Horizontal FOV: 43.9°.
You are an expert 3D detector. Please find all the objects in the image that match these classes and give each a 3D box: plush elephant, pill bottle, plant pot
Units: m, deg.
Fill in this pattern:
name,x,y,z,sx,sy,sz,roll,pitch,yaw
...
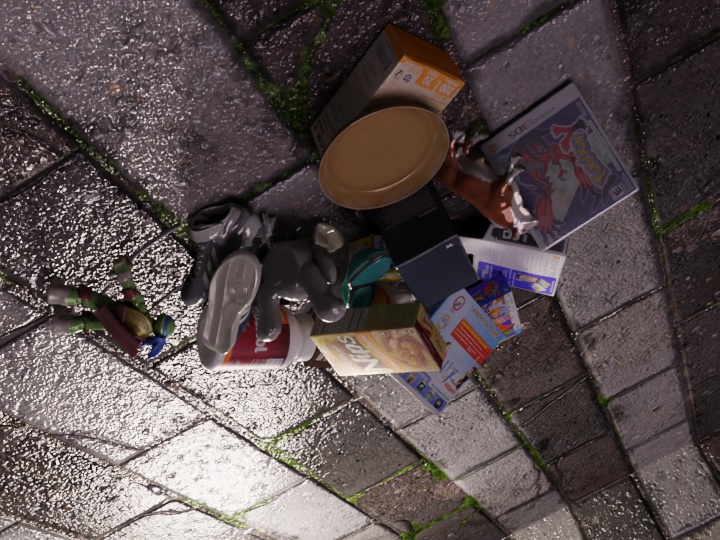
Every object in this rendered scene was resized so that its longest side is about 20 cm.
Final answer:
name,x,y,z,sx,sy,sz,roll,pitch,yaw
plush elephant,-0.095,0.004,1.455,0.162,0.204,0.154,-25,171,25
pill bottle,-0.181,0.117,1.577,0.196,0.114,0.114,2,139,-34
plant pot,0.031,-0.165,1.270,0.195,0.028,0.202,-15,147,-10

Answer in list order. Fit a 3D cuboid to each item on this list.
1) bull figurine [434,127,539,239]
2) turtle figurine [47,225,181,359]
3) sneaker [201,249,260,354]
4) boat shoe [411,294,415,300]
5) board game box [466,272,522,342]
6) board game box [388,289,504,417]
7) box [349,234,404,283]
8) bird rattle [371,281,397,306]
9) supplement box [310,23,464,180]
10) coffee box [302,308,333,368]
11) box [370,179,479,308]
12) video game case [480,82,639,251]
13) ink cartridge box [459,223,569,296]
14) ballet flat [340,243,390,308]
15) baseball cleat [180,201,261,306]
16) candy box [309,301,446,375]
name,x,y,z,sx,sy,sz,roll,pitch,yaw
bull figurine,0.202,-0.139,1.413,0.065,0.198,0.123,-40,157,-53
turtle figurine,-0.377,0.040,1.394,0.189,0.205,0.144,5,165,-5
sneaker,-0.196,0.034,1.403,0.074,0.085,0.202,28,127,1
boat shoe,0.175,0.080,1.779,0.074,0.066,0.201,-36,145,19
board game box,0.240,0.094,1.749,0.132,0.045,0.201,-27,150,4
board game box,0.140,0.133,1.591,0.197,0.056,0.200,-49,134,-4
box,0.079,-0.016,1.578,0.196,0.066,0.069,6,165,-36
bird rattle,0.034,0.084,1.614,0.197,0.167,0.112,10,155,-39
supplement box,0.036,-0.233,1.272,0.124,0.075,0.200,11,133,-39
coffee box,-0.015,0.126,1.715,0.196,0.081,0.115,6,136,-36
box,0.089,-0.071,1.407,0.105,0.203,0.149,-27,146,7
video game case,0.316,-0.165,1.431,0.180,0.203,0.023,-33,173,15
ink cartridge box,0.276,-0.023,1.654,0.195,0.044,0.199,11,160,10
ballet flat,0.000,0.000,1.443,0.066,0.072,0.201,-15,156,-18
baseball cleat,-0.243,-0.031,1.395,0.105,0.070,0.201,25,114,-39
candy box,0.029,0.114,1.459,0.196,0.056,0.116,-7,135,30
